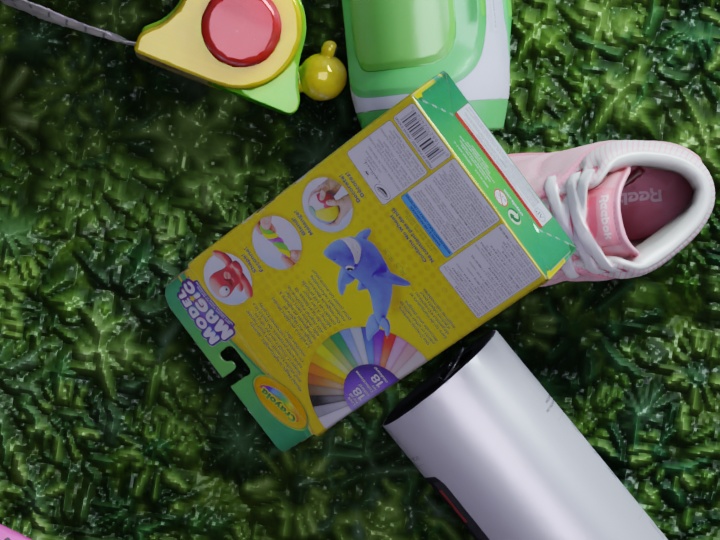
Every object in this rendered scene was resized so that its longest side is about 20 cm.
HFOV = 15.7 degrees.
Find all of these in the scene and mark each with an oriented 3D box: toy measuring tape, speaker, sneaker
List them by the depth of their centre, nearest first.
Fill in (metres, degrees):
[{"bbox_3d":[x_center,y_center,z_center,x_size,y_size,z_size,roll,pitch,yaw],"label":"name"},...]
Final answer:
[{"bbox_3d":[0.091,-0.026,1.359,0.199,0.105,0.076,-13,94,-2],"label":"sneaker"},{"bbox_3d":[0.030,-0.170,1.362,0.088,0.088,0.201,-5,91,-3],"label":"speaker"},{"bbox_3d":[-0.098,-0.141,1.363,0.199,0.074,0.074,21,90,-4],"label":"toy measuring tape"},{"bbox_3d":[0.102,0.130,1.374,0.081,0.081,0.200,-39,94,-2],"label":"speaker"}]

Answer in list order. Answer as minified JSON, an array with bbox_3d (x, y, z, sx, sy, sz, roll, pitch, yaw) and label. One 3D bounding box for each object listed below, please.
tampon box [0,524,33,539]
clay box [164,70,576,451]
[{"bbox_3d":[-0.285,0.179,1.297,0.199,0.126,0.150,25,45,-4],"label":"tampon box"},{"bbox_3d":[0.000,0.000,1.346,0.200,0.048,0.115,-35,93,34],"label":"clay box"}]
